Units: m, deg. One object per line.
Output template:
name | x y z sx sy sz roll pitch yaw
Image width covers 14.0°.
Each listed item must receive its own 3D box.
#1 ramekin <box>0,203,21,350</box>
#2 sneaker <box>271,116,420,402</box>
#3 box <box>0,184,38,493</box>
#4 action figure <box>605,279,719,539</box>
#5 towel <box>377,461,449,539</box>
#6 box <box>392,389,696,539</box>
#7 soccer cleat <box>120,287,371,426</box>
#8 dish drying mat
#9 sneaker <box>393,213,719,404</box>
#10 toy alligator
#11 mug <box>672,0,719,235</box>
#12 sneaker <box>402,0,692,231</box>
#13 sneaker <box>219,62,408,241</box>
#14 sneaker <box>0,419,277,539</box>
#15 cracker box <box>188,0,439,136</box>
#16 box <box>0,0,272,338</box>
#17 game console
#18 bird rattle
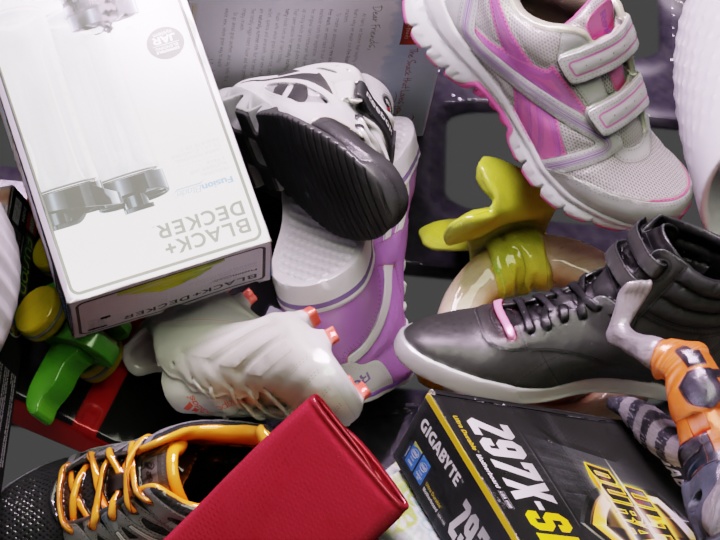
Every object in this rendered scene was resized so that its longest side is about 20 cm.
ramekin | -0.275 0.004 1.552 0.200 0.105 0.201 -14 53 19
sneaker | -0.001 0.000 1.670 0.072 0.114 0.201 -8 32 21
box | -0.239 0.053 1.592 0.110 0.035 0.200 -10 54 21
action figure | 0.204 0.117 1.508 0.104 0.200 0.194 -31 42 12
towel | 0.095 0.159 1.547 0.200 0.048 0.171 35 27 12
box | 0.125 0.148 1.489 0.159 0.049 0.200 9 32 -32
soccer cleat | -0.061 0.054 1.556 0.078 0.069 0.200 -36 24 -16
dish drying mat | -0.063 0.154 1.501 0.077 0.200 0.018 50 23 13
sneaker | 0.119 0.015 1.575 0.199 0.099 0.071 2 34 -13
toy alligator | -0.140 -0.007 1.616 0.054 0.059 0.200 -14 50 35
mug | 0.264 -0.127 1.718 0.147 0.200 0.176 7 46 -16
sneaker | 0.117 -0.106 1.617 0.200 0.088 0.081 45 41 -8
sneaker | -0.012 -0.078 1.618 0.088 0.074 0.200 -27 28 -18
sneaker | -0.113 0.116 1.554 0.199 0.077 0.078 -13 63 10
cracker box | -0.053 -0.138 1.714 0.199 0.134 0.058 0 56 -9
box | -0.130 -0.078 1.573 0.116 0.060 0.200 -16 73 -8
game console | -0.125 0.019 1.669 0.177 0.031 0.200 25 58 1
bird rattle | 0.118 0.032 1.675 0.200 0.113 0.163 32 69 -3
